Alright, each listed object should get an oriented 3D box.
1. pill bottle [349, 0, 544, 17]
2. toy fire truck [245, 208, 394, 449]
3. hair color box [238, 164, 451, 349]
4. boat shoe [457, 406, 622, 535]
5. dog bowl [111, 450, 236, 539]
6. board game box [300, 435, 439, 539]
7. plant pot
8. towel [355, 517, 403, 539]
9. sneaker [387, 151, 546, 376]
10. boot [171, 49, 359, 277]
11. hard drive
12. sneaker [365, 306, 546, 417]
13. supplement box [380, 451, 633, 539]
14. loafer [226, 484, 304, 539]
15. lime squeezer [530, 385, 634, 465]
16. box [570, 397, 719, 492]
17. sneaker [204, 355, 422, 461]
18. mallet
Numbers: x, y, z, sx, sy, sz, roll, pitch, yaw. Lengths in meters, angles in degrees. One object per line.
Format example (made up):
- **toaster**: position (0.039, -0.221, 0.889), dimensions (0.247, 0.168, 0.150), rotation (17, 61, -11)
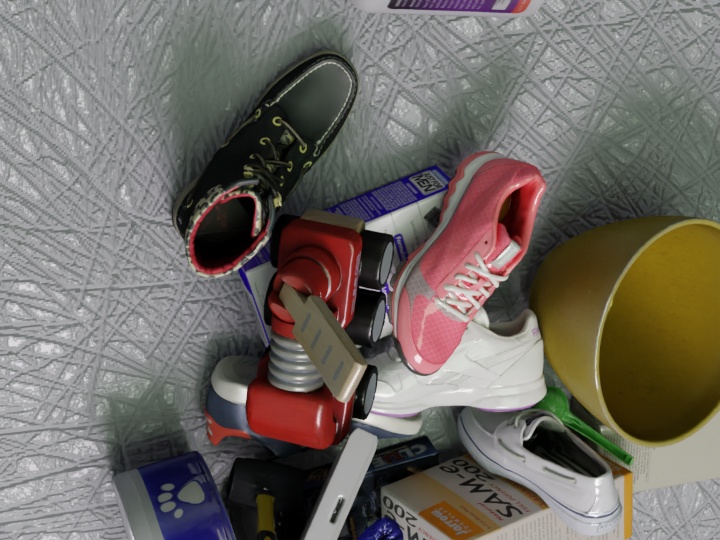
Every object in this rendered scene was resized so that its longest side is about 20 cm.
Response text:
- **pill bottle**: position (0.046, -0.259, 1.334), dimensions (0.198, 0.111, 0.113), rotation (-1, 112, -19)
- **toy fire truck**: position (-0.035, 0.065, 1.302), dimensions (0.127, 0.200, 0.178), rotation (12, 110, 13)
- **hair color box**: position (0.000, 0.000, 1.455), dimensions (0.198, 0.065, 0.110), rotation (-21, 116, -8)
- **boat shoe**: position (0.160, 0.153, 1.488), dimensions (0.073, 0.199, 0.067), rotation (-24, 127, -31)
- **dog bowl**: position (-0.145, 0.259, 1.436), dimensions (0.078, 0.200, 0.202), rotation (-17, 116, -12)
- **board game box**: position (0.016, 0.266, 1.588), dimensions (0.134, 0.035, 0.202), rotation (-14, 115, -13)
- **plant pot**: position (0.231, 0.038, 1.490), dimensions (0.199, 0.141, 0.202), rotation (-12, 111, -35)
- **towel**: position (-0.021, 0.297, 1.463), dimensions (0.049, 0.200, 0.148), rotation (31, 67, 10)
- **sneaker**: position (0.089, -0.008, 1.379), dimensions (0.073, 0.087, 0.202), rotation (31, 78, -31)
- **boot**: position (-0.070, -0.082, 1.341), dimensions (0.073, 0.154, 0.204), rotation (43, 96, -14)
- **hard drive**: position (-0.029, 0.208, 1.416), dimensions (0.026, 0.200, 0.133), rotation (24, 77, 1)
- **sneaker**: position (0.063, 0.072, 1.458), dimensions (0.198, 0.075, 0.101), rotation (-3, 105, -12)
- **supplement box**: position (0.133, 0.219, 1.529), dimensions (0.199, 0.126, 0.074), rotation (-18, 117, -30)
- **loafer**: position (-0.084, 0.282, 1.544), dimensions (0.068, 0.070, 0.203), rotation (-32, 121, -48)
- **lime squeezer**: position (0.163, 0.115, 1.547), dimensions (0.199, 0.071, 0.038), rotation (33, 78, -10)
- **box**: position (0.303, 0.155, 1.620), dimensions (0.198, 0.068, 0.083), rotation (-6, 114, -17)
- **sneaker**: position (-0.045, 0.133, 1.496), dimensions (0.198, 0.075, 0.085), rotation (12, 116, -18)
- **mallet**: position (-0.069, 0.218, 1.399), dimensions (0.065, 0.200, 0.042), rotation (8, 112, -15)
